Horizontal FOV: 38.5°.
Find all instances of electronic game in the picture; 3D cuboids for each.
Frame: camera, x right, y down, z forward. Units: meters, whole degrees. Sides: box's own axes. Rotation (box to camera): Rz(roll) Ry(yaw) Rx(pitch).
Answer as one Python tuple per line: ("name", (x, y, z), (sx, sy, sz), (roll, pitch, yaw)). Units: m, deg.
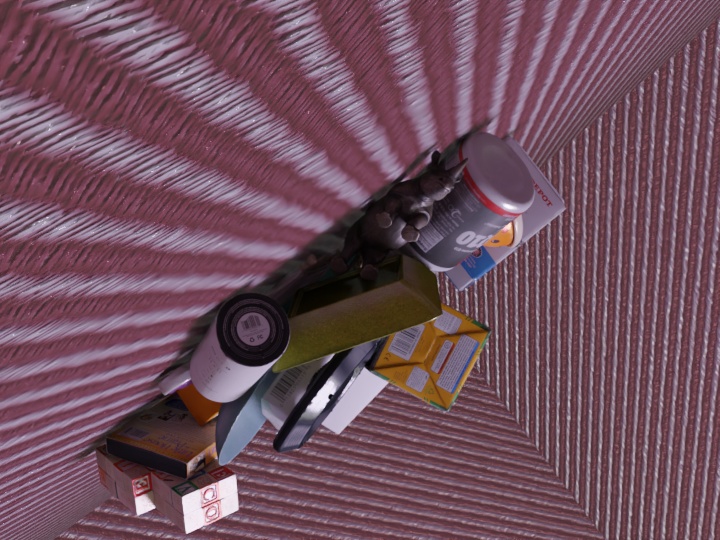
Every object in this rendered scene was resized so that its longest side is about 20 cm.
("electronic game", (-0.040, 0.138, 1.247), (0.201, 0.041, 0.200), (-52, 174, -8))

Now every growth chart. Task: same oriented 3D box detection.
("growth chart", (-0.081, 0.018, 1.287), (0.144, 0.018, 0.200), (-39, 176, 9))

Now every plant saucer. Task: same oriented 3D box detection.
("plant saucer", (-0.008, 0.038, 1.205), (0.198, 0.048, 0.200), (-18, -168, 6))
("plant saucer", (-0.136, 0.155, 1.326), (0.202, 0.039, 0.201), (-55, 171, -12))

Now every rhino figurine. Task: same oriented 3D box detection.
("rhino figurine", (0.050, -0.067, 1.160), (0.200, 0.060, 0.088), (-42, -169, 33))

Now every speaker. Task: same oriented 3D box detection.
("speaker", (-0.138, 0.090, 1.141), (0.081, 0.081, 0.200), (-36, 175, -24))

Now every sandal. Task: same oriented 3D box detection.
("sandal", (-0.171, 0.116, 1.312), (0.202, 0.050, 0.082), (-29, 179, -40))

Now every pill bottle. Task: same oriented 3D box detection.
("pill bottle", (0.112, -0.071, 1.293), (0.200, 0.114, 0.114), (-41, 175, 38))

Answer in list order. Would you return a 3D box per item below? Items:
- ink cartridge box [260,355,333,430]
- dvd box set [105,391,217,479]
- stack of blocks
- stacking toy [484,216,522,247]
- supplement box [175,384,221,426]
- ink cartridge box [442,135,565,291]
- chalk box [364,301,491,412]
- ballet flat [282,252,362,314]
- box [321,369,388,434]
("ink cartridge box", (-0.069, 0.143, 1.382), (0.161, 0.050, 0.200), (-54, 173, -20))
("dvd box set", (-0.245, 0.225, 1.481), (0.145, 0.030, 0.200), (10, -157, 26))
("stack of blocks", (-0.273, 0.290, 1.442), (0.115, 0.059, 0.199), (-19, -154, -36))
("stacking toy", (0.118, -0.073, 1.461), (0.198, 0.147, 0.146), (-21, 174, -7))
("supplement box", (-0.157, 0.130, 1.495), (0.126, 0.074, 0.200), (-40, 174, 36))
("ink cartridge box", (0.192, -0.088, 1.595), (0.199, 0.147, 0.086), (-36, 175, -20))
("chalk box", (0.073, 0.096, 1.404), (0.126, 0.123, 0.200), (-62, -170, -1))
("ballet flat", (-0.064, 0.052, 1.419), (0.199, 0.071, 0.069), (-38, -162, 1))
("box", (-0.032, 0.123, 1.610), (0.152, 0.106, 0.201), (-47, -158, 22))
